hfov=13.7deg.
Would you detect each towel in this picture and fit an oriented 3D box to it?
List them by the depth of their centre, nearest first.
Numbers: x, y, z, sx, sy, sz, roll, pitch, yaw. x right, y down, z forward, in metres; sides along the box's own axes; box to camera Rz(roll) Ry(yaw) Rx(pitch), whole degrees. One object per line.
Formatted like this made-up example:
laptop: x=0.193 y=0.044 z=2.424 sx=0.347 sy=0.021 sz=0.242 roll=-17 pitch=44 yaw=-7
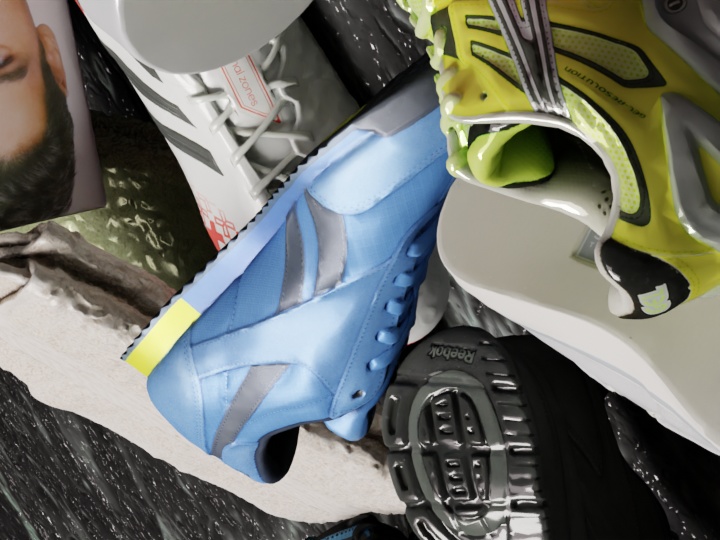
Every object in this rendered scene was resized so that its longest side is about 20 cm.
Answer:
towel: x=-0.065 y=0.044 z=1.109 sx=0.199 sy=0.035 sz=0.132 roll=29 pitch=163 yaw=-20
towel: x=-0.087 y=-0.003 z=1.205 sx=0.199 sy=0.037 sz=0.149 roll=13 pitch=134 yaw=33

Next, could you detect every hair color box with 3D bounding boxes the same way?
hair color box: x=-0.165 y=-0.112 z=1.102 sx=0.061 sy=0.098 sz=0.201 roll=13 pitch=115 yaw=64

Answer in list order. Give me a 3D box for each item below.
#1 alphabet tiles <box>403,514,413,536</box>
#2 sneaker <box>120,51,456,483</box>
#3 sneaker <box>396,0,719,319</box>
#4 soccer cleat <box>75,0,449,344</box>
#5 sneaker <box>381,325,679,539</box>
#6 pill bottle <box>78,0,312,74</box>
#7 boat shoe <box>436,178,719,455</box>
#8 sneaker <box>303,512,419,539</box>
alphabet tiles: x=0.049 y=0.150 z=1.146 sx=0.167 sy=0.007 sz=0.201 roll=111 pitch=147 yaw=-69
sneaker: x=0.000 y=0.000 z=0.963 sx=0.078 sy=0.066 sz=0.200 roll=46 pitch=132 yaw=3
sneaker: x=0.041 y=-0.069 z=0.789 sx=0.200 sy=0.076 sz=0.076 roll=44 pitch=162 yaw=32
soccer cleat: x=-0.039 y=-0.059 z=1.032 sx=0.200 sy=0.068 sz=0.085 roll=55 pitch=168 yaw=14
sneaker: x=0.071 y=0.114 z=0.966 sx=0.076 sy=0.091 sz=0.201 roll=-10 pitch=88 yaw=40
pill bottle: x=-0.095 y=-0.156 z=0.914 sx=0.200 sy=0.116 sz=0.116 roll=44 pitch=160 yaw=30
boat shoe: x=0.103 y=0.021 z=0.823 sx=0.199 sy=0.072 sz=0.068 roll=19 pitch=169 yaw=46
sneaker: x=0.001 y=0.127 z=1.156 sx=0.073 sy=0.082 sz=0.200 roll=28 pitch=158 yaw=-16
